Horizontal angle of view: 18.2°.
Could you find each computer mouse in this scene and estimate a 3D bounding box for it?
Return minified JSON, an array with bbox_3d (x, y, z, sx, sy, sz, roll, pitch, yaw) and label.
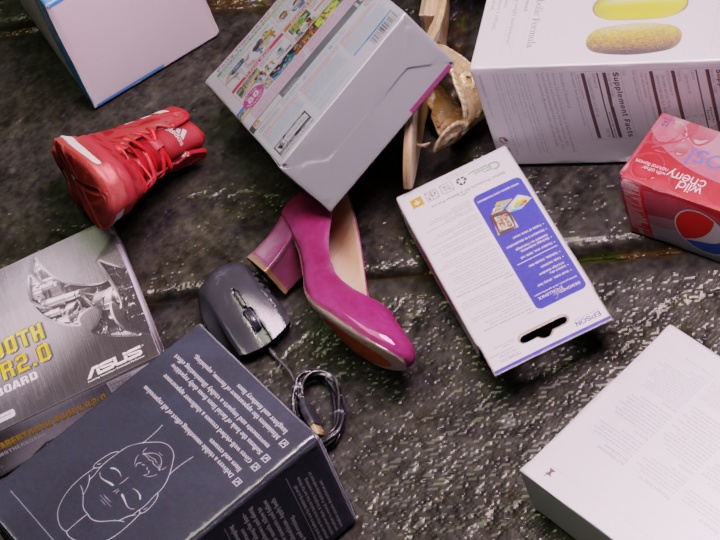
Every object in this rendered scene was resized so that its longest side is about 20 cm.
[{"bbox_3d":[-0.066,0.058,1.657,0.058,0.034,0.200,-32,48,-9],"label":"computer mouse"}]

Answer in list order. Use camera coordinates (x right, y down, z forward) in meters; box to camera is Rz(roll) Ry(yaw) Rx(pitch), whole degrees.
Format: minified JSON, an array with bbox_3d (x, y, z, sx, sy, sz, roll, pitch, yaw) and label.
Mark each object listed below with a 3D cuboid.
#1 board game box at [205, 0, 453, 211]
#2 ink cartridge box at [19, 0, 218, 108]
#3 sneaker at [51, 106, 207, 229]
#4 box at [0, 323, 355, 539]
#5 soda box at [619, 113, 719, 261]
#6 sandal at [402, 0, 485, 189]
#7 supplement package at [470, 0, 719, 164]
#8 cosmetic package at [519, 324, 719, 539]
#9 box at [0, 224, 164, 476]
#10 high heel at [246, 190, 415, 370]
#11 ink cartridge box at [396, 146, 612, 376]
[{"bbox_3d":[-0.027,-0.152,1.731,0.148,0.064,0.200,-49,31,5],"label":"board game box"},{"bbox_3d":[-0.234,-0.265,1.928,0.128,0.126,0.200,-32,48,-8],"label":"ink cartridge box"},{"bbox_3d":[-0.174,-0.094,1.753,0.115,0.079,0.200,-27,16,-10],"label":"sneaker"},{"bbox_3d":[-0.131,0.164,1.541,0.200,0.107,0.148,-38,49,-14],"label":"box"},{"bbox_3d":[0.285,-0.042,1.591,0.199,0.064,0.070,22,62,33],"label":"soda box"},{"bbox_3d":[0.076,-0.146,1.751,0.069,0.078,0.213,3,43,5],"label":"sandal"},{"bbox_3d":[0.197,-0.157,1.688,0.198,0.110,0.114,-1,52,20],"label":"supplement package"},{"bbox_3d":[0.226,0.143,1.464,0.151,0.052,0.200,-40,49,-17],"label":"cosmetic package"},{"bbox_3d":[-0.252,0.066,1.708,0.199,0.048,0.159,-25,48,-1],"label":"box"},{"bbox_3d":[0.000,0.000,1.660,0.096,0.067,0.200,-46,37,-6],"label":"high heel"},{"bbox_3d":[0.105,-0.002,1.643,0.094,0.037,0.201,-25,45,-2],"label":"ink cartridge box"}]
